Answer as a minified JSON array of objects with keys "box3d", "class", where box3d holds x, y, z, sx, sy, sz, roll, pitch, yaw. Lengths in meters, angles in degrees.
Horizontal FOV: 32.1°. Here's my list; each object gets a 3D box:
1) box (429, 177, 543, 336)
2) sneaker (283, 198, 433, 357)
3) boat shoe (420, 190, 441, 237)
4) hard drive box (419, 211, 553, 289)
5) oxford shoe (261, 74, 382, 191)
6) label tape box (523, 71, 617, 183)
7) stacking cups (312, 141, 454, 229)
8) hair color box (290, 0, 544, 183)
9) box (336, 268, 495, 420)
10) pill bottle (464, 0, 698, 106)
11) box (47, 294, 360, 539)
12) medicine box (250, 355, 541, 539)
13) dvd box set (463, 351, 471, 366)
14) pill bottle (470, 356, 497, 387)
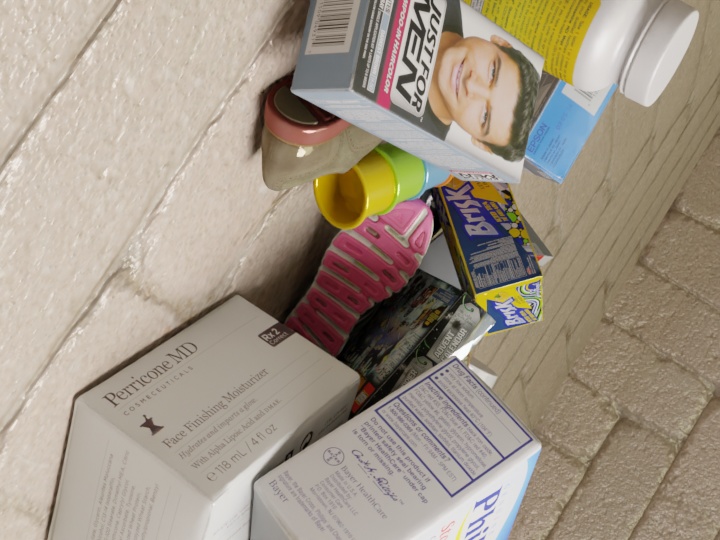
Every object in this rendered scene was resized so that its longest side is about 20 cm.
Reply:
[{"box3d":[0.106,-0.046,1.121,0.063,0.202,0.071,-13,144,-1],"class":"box"},{"box3d":[0.000,0.000,1.110,0.201,0.073,0.088,-53,-178,31],"class":"sneaker"},{"box3d":[0.087,-0.079,1.247,0.202,0.067,0.072,-63,162,14],"class":"boat shoe"},{"box3d":[0.089,0.017,1.277,0.199,0.077,0.156,-40,170,13],"class":"hard drive box"},{"box3d":[-0.007,-0.119,0.938,0.199,0.070,0.075,-26,148,-42],"class":"oxford shoe"},{"box3d":[0.178,-0.183,1.297,0.146,0.063,0.200,-60,-157,2],"class":"label tape box"},{"box3d":[0.046,-0.086,1.040,0.199,0.060,0.061,-22,141,-47],"class":"stacking cups"},{"box3d":[0.046,-0.139,0.879,0.199,0.060,0.101,21,79,-48],"class":"hair color box"},{"box3d":[0.034,0.068,1.075,0.137,0.040,0.200,-49,-169,-2],"class":"box"},{"box3d":[0.171,-0.220,1.031,0.113,0.198,0.113,-49,161,-24],"class":"pill bottle"},{"box3d":[-0.123,0.162,0.957,0.198,0.130,0.202,-36,150,-52],"class":"box"},{"box3d":[0.020,0.194,0.942,0.198,0.103,0.184,-28,148,-28],"class":"medicine box"},{"box3d":[0.042,0.164,1.200,0.146,0.029,0.201,-43,-163,31],"class":"dvd box set"},{"box3d":[0.089,0.200,1.635,0.202,0.113,0.114,-61,162,5],"class":"pill bottle"}]
